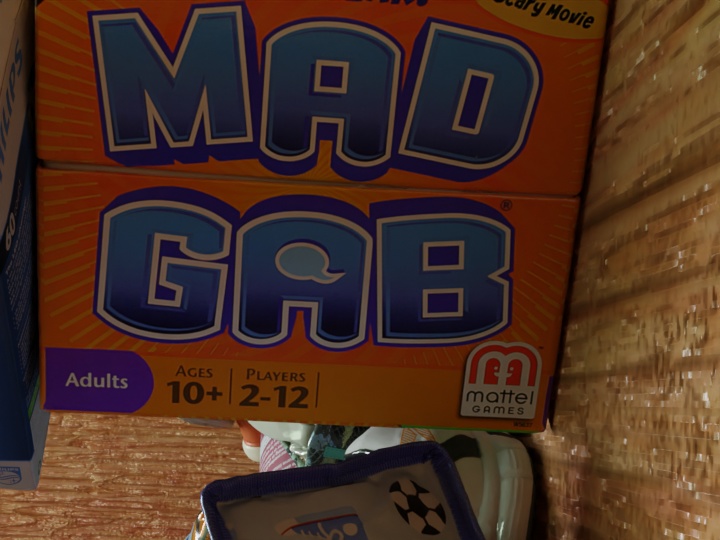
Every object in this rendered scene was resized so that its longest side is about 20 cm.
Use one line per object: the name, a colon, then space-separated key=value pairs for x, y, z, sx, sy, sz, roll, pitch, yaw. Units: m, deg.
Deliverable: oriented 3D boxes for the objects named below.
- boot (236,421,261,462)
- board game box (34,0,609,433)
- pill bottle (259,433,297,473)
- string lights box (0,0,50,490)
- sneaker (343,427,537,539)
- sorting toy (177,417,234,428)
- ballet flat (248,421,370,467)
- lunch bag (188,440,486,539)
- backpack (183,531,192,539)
boot: x=-0.025 y=0.052 z=1.026 sx=0.199 sy=0.074 sz=0.109 roll=-32 pitch=-63 yaw=-45
board game box: x=-0.022 y=-0.074 z=0.615 sx=0.200 sy=0.197 sz=0.203 roll=-97 pitch=11 yaw=-65
pill bottle: x=-0.007 y=0.148 z=0.870 sx=0.110 sy=0.108 sz=0.202 roll=97 pitch=174 yaw=-45
string lights box: x=-0.149 y=-0.010 z=0.560 sx=0.201 sy=0.058 sz=0.104 roll=99 pitch=175 yaw=-54
sneaker: x=0.027 y=0.081 z=0.664 sx=0.200 sy=0.079 sz=0.075 roll=-102 pitch=16 yaw=-79
sorting toy: x=-0.138 y=0.009 z=0.929 sx=0.185 sy=0.036 sz=0.202 roll=87 pitch=161 yaw=-83
ballet flat: x=-0.056 y=0.054 z=0.845 sx=0.199 sy=0.073 sz=0.075 roll=31 pitch=124 yaw=47
lunch bag: x=-0.004 y=0.191 z=0.498 sx=0.201 sy=0.122 sz=0.171 roll=60 pitch=141 yaw=30
backpack: x=-0.026 y=0.216 z=0.683 sx=0.202 sy=0.180 sz=0.135 roll=-71 pitch=-24 yaw=-15
